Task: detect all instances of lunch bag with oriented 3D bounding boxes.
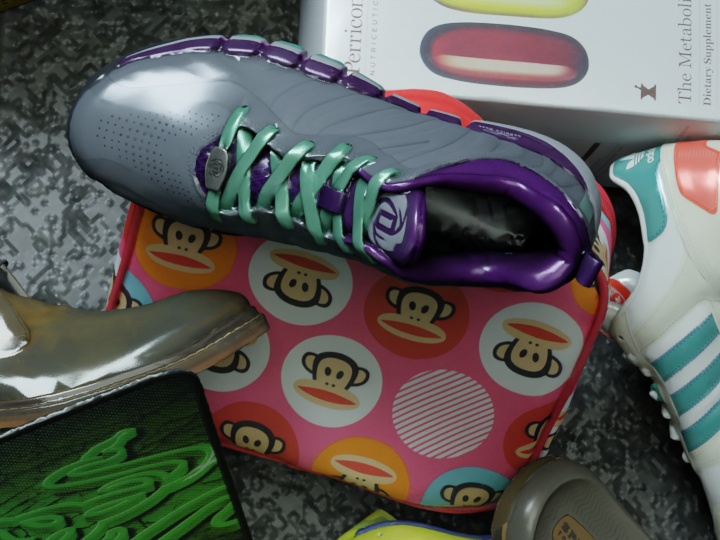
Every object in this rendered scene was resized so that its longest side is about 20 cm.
[{"bbox_3d":[0.000,0.000,0.763,0.199,0.177,0.082,18,36,-2],"label":"lunch bag"}]

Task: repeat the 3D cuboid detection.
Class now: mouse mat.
[{"bbox_3d":[-0.142,0.117,0.725,0.199,0.161,0.008,-23,52,-9],"label":"mouse mat"}]

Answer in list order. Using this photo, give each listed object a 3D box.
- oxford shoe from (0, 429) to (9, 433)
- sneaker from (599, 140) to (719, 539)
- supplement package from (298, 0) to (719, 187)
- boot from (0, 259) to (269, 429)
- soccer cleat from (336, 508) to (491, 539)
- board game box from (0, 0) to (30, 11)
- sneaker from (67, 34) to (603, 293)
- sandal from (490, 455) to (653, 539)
[{"bbox_3d":[-0.177,0.040,0.785,0.074,0.070,0.201,-16,91,-15],"label":"oxford shoe"},{"bbox_3d":[0.148,0.036,0.819,0.093,0.070,0.201,3,112,19],"label":"sneaker"},{"bbox_3d":[0.075,-0.107,0.832,0.199,0.110,0.114,4,76,-8],"label":"supplement package"},{"bbox_3d":[-0.140,0.015,0.713,0.199,0.075,0.097,-16,91,-4],"label":"boot"},{"bbox_3d":[-0.009,0.145,0.794,0.199,0.065,0.084,-5,60,-9],"label":"soccer cleat"},{"bbox_3d":[-0.108,-0.185,0.774,0.199,0.200,0.062,-22,82,-13],"label":"board game box"},{"bbox_3d":[-0.009,-0.036,0.660,0.199,0.088,0.075,10,103,0],"label":"sneaker"},{"bbox_3d":[0.132,0.153,0.779,0.200,0.054,0.082,52,58,-22],"label":"sandal"}]
